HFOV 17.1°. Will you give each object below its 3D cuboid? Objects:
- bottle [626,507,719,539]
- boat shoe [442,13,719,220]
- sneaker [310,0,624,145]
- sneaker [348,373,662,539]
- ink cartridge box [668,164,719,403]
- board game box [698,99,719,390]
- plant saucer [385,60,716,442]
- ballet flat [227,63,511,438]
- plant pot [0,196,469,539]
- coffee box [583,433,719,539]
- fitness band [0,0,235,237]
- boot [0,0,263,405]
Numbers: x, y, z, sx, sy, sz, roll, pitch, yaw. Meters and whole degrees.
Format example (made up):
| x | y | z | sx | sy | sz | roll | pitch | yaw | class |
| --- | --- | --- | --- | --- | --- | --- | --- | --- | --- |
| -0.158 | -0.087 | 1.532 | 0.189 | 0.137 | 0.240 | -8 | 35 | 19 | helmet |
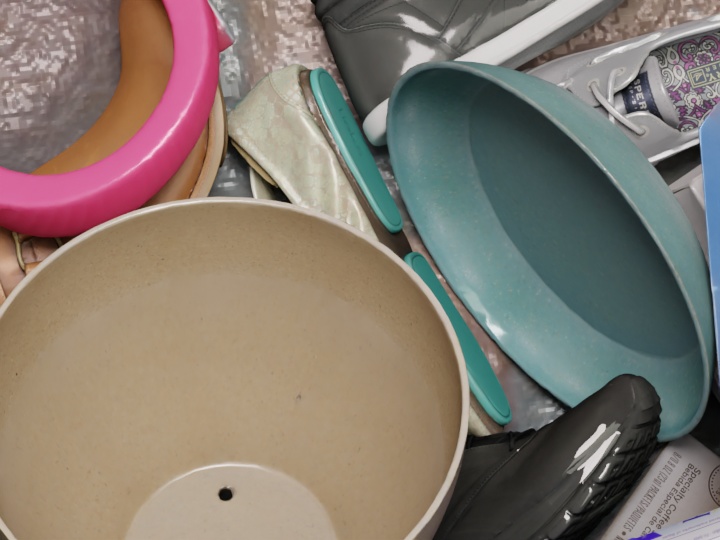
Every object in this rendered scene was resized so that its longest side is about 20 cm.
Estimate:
| x | y | z | sx | sy | sz | roll | pitch | yaw | class |
| --- | --- | --- | --- | --- | --- | --- | --- | --- | --- |
| 0.132 | 0.138 | 0.971 | 0.200 | 0.084 | 0.065 | -22 | 65 | 11 | bottle |
| 0.133 | -0.078 | 1.134 | 0.200 | 0.069 | 0.072 | -15 | 84 | -9 | boat shoe |
| 0.064 | -0.149 | 1.135 | 0.200 | 0.071 | 0.099 | -31 | 83 | -16 | sneaker |
| 0.045 | 0.104 | 1.053 | 0.200 | 0.076 | 0.091 | -42 | 76 | 17 | sneaker |
| 0.222 | -0.016 | 1.110 | 0.200 | 0.125 | 0.129 | -32 | 89 | -14 | ink cartridge box |
| 0.213 | 0.000 | 1.022 | 0.158 | 0.039 | 0.200 | -6 | 92 | -18 | board game box |
| 0.091 | -0.015 | 1.052 | 0.036 | 0.200 | 0.200 | -37 | 88 | -21 | plant saucer |
| 0.000 | 0.000 | 1.111 | 0.062 | 0.067 | 0.200 | -30 | 82 | 14 | ballet flat |
| -0.057 | 0.089 | 0.997 | 0.200 | 0.135 | 0.201 | 0 | 53 | 0 | plant pot |
| 0.121 | 0.186 | 1.064 | 0.114 | 0.080 | 0.200 | 39 | 67 | 1 | coffee box |
| -0.142 | -0.103 | 1.061 | 0.144 | 0.037 | 0.200 | -36 | 59 | -4 | fitness band |
| -0.134 | -0.033 | 1.080 | 0.154 | 0.074 | 0.200 | -9 | 79 | -7 | boot |
